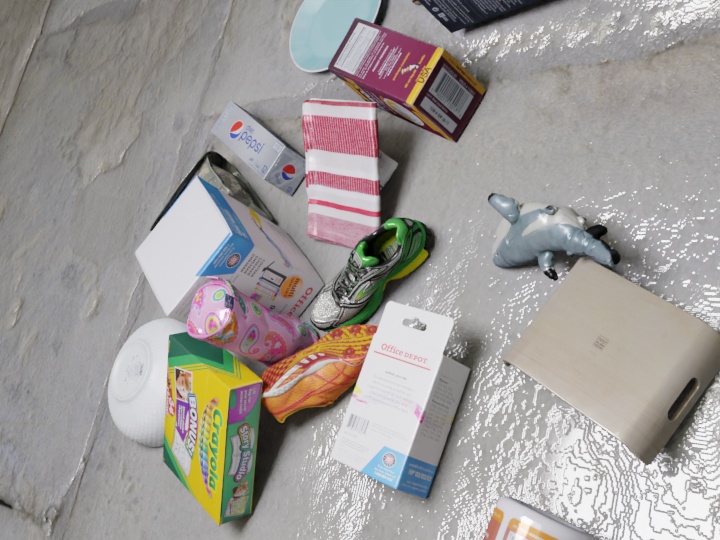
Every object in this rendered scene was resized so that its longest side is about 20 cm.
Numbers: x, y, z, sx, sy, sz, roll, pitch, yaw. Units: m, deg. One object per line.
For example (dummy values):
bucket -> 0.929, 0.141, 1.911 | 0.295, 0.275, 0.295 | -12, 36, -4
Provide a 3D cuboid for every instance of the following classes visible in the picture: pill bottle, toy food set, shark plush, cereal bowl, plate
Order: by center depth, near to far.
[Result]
pill bottle -> 0.149, 0.333, 0.829 | 0.111, 0.111, 0.203 | 17, 81, 44
toy food set -> 0.259, 0.088, 0.899 | 0.144, 0.060, 0.199 | -50, 46, -6
shark plush -> 0.221, -0.029, 0.966 | 0.198, 0.090, 0.085 | 18, 98, 49
cereal bowl -> -0.331, 0.167, 1.352 | 0.197, 0.083, 0.204 | -20, 57, 34
plate -> -0.037, -0.410, 1.415 | 0.197, 0.025, 0.204 | -19, 59, 34

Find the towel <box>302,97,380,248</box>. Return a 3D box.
towel -> -0.027, -0.133, 1.201 | 0.142, 0.022, 0.205 | 14, 111, 43

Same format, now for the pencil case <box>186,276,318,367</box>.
pencil case -> -0.140, 0.078, 1.144 | 0.086, 0.199, 0.089 | -16, 59, 30

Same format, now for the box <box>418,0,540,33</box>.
box -> 0.177, -0.458, 1.150 | 0.194, 0.123, 0.204 | -9, 64, 41

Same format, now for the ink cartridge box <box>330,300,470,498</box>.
ink cartridge box -> 0.054, 0.151, 1.031 | 0.114, 0.067, 0.204 | 13, 79, 44

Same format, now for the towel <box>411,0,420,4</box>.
towel -> 0.170, -0.466, 1.264 | 0.197, 0.022, 0.150 | 5, 73, 44

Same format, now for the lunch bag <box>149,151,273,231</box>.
lunch bag -> -0.252, -0.089, 1.386 | 0.165, 0.117, 0.200 | -51, 40, 9

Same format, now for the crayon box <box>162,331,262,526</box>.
crayon box -> -0.206, 0.209, 1.176 | 0.172, 0.057, 0.204 | 29, 119, 47

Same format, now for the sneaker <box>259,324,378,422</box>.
sneaker -> -0.039, 0.132, 1.132 | 0.197, 0.078, 0.074 | -25, 34, 13

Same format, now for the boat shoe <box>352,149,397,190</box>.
boat shoe -> -0.009, -0.193, 1.261 | 0.065, 0.073, 0.201 | -44, 58, 11

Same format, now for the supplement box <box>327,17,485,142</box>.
supplement box -> 0.060, -0.267, 1.199 | 0.199, 0.110, 0.087 | 35, 93, 45

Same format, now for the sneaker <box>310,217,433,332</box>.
sneaker -> 0.000, 0.000, 1.133 | 0.200, 0.085, 0.078 | -46, 59, 15

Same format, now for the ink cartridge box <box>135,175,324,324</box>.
ink cartridge box -> -0.182, -0.001, 1.220 | 0.148, 0.199, 0.145 | -49, 48, 10

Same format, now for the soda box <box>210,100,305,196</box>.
soda box -> -0.162, -0.199, 1.391 | 0.064, 0.068, 0.200 | -54, 45, 7
